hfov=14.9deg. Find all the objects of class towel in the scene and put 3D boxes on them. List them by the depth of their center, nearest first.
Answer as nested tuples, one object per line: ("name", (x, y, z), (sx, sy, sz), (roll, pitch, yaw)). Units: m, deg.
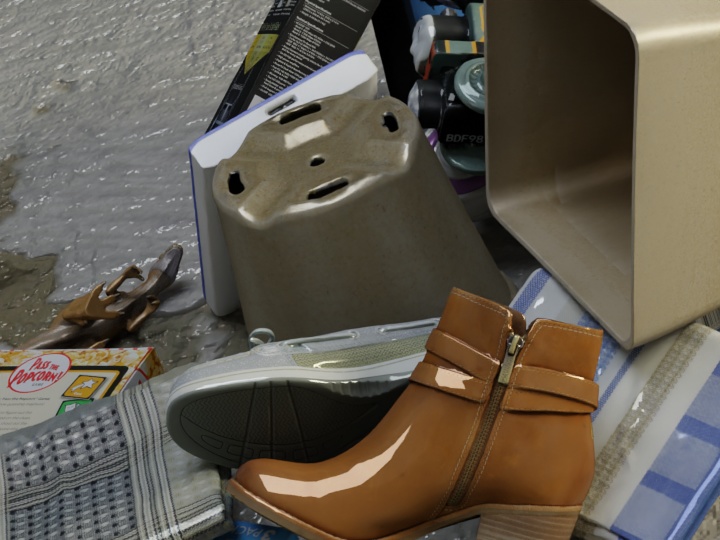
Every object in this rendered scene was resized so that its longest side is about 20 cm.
("towel", (0.138, 0.083, 1.589), (0.200, 0.024, 0.147), (21, 71, 42))
("towel", (-0.168, 0.130, 1.628), (0.192, 0.035, 0.200), (-23, 25, 5))

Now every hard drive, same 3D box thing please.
("hard drive", (-0.048, -0.055, 1.816), (0.132, 0.200, 0.025), (-31, 66, -15))

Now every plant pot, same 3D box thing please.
("plant pot", (0.193, -0.100, 1.617), (0.176, 0.200, 0.200), (-13, 31, -18))
("plant pot", (0.000, 0.000, 1.701), (0.200, 0.184, 0.201), (-15, 32, 9))

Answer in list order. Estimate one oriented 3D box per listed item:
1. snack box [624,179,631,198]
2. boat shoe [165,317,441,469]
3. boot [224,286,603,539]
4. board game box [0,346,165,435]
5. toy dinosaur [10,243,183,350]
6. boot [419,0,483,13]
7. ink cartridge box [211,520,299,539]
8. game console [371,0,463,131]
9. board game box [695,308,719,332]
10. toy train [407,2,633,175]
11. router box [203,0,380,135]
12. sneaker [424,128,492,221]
("snack box", (0.251, -0.034, 1.678), (0.199, 0.024, 0.072), (3, 40, 30))
("boat shoe", (-0.016, 0.065, 1.595), (0.201, 0.075, 0.065), (-9, 39, -12))
("boot", (0.033, 0.085, 1.533), (0.199, 0.156, 0.077), (12, 3, 12))
("board game box", (-0.230, 0.127, 1.773), (0.151, 0.046, 0.200), (-1, 36, 30))
("toy dinosaur", (-0.200, 0.046, 1.889), (0.199, 0.061, 0.106), (-24, 7, -15))
("boot", (0.055, -0.224, 1.881), (0.200, 0.165, 0.066), (31, 73, 27))
("ink cartridge box", (-0.121, 0.225, 1.535), (0.115, 0.068, 0.200), (3, 38, 36))
("game console", (0.107, -0.150, 1.932), (0.199, 0.117, 0.176), (-14, 32, 12))
("board game box", (0.229, -0.048, 1.773), (0.200, 0.043, 0.199), (-31, 32, -16))
("toy train", (0.127, -0.121, 1.773), (0.199, 0.085, 0.114), (2, 49, -8))
("router box", (-0.049, -0.144, 1.933), (0.158, 0.052, 0.200), (-62, 8, 2))
("sneaker", (0.108, -0.092, 1.852), (0.200, 0.100, 0.075), (-29, 73, -22))
